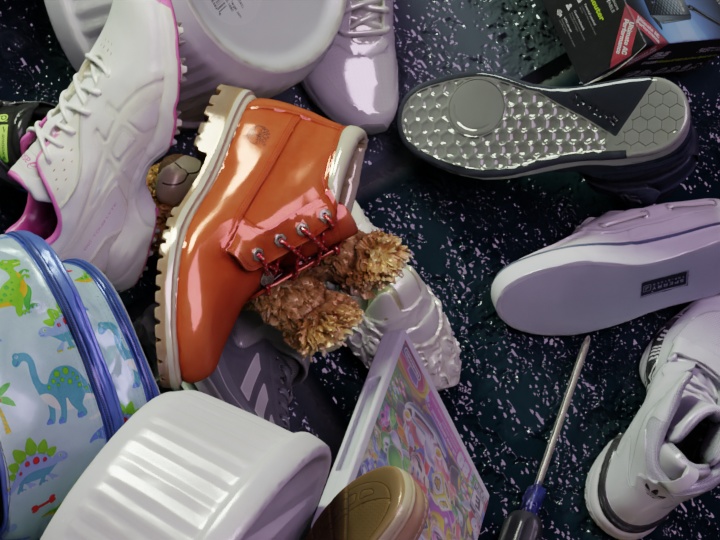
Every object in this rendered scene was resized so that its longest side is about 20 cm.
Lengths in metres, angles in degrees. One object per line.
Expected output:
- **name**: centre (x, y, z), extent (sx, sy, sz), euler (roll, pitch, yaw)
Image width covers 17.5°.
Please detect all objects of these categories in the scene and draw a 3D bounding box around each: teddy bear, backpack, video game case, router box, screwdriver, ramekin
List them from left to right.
- **backpack**: centre (-0.203, 0.071, 1.354), extent (0.147, 0.200, 0.183), euler (-19, 78, -27)
- **ramekin**: centre (-0.108, 0.156, 1.281), extent (0.094, 0.202, 0.202), euler (33, 60, 10)
- **ramekin**: centre (-0.098, -0.195, 1.510), extent (0.200, 0.105, 0.201), euler (9, 78, -46)
- **teddy bear**: centre (-0.066, -0.021, 1.466), extent (0.145, 0.067, 0.200), euler (-40, 59, -7)
- **video game case**: centre (0.029, 0.149, 1.440), extent (0.143, 0.018, 0.200), euler (63, 26, -25)
- **screwdriver**: centre (0.126, 0.132, 1.569), extent (0.029, 0.028, 0.200), euler (48, 54, -36)
- **router box**: centre (0.178, -0.234, 1.675), extent (0.150, 0.062, 0.200), euler (-12, 75, -54)

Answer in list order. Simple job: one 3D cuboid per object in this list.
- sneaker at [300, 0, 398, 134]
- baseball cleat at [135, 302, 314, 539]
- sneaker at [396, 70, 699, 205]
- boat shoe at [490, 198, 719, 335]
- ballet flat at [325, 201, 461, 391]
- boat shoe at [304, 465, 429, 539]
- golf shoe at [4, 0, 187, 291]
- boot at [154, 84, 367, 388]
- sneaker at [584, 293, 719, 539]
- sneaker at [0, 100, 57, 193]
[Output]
- **sneaker**: centre (-0.010, -0.192, 1.603), extent (0.070, 0.080, 0.201), euler (-4, 74, -26)
- **baseball cleat**: centre (-0.059, 0.084, 1.458), extent (0.106, 0.070, 0.200), euler (-17, 58, -29)
- **sneaker**: centre (0.136, -0.089, 1.624), extent (0.202, 0.146, 0.077), euler (3, 83, 15)
- **boat shoe**: centre (0.178, -0.007, 1.626), extent (0.200, 0.074, 0.065), euler (-8, 43, -19)
- **ballet flat**: centre (0.000, 0.000, 1.543), extent (0.072, 0.072, 0.200), euler (-40, 90, -29)
- **boat shoe**: centre (-0.007, 0.188, 1.315), extent (0.064, 0.200, 0.071), euler (21, 36, -17)
- **golf shoe**: centre (-0.161, -0.082, 1.409), extent (0.091, 0.075, 0.200), euler (3, 109, -28)
- **boot**: centre (-0.060, -0.015, 1.397), extent (0.107, 0.075, 0.200), euler (14, 66, 8)
- **sneaker**: centre (0.231, 0.088, 1.577), extent (0.075, 0.115, 0.200), euler (36, 61, -7)
- **sneaker**: centre (-0.239, -0.084, 1.463), extent (0.199, 0.083, 0.071), euler (6, 73, -20)
